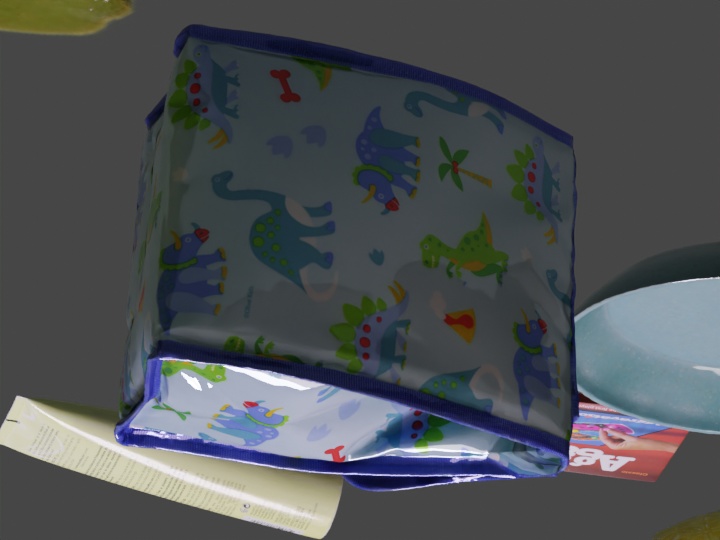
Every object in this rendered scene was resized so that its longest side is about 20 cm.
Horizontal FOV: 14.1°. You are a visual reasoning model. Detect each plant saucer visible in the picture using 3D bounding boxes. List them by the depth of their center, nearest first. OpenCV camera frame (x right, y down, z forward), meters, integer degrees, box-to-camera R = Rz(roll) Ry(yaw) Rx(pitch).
[{"bbox_3d":[0.199,0.031,1.480,0.200,0.036,0.200,4,155,2],"label":"plant saucer"}]

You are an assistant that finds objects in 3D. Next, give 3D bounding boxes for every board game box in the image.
[{"bbox_3d":[0.080,0.082,1.627,0.200,0.019,0.103,7,156,-5],"label":"board game box"}]

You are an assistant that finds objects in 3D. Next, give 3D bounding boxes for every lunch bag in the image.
[{"bbox_3d":[0.000,0.000,1.292,0.200,0.170,0.127,8,154,-11],"label":"lunch bag"}]

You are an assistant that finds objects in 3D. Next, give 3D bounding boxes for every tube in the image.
[{"bbox_3d":[-0.110,0.109,1.691,0.200,0.052,0.058,14,112,-11],"label":"tube"}]

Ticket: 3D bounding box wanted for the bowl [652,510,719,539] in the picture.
[{"bbox_3d":[0.271,0.213,1.717,0.108,0.200,0.200,-34,144,10],"label":"bowl"}]
